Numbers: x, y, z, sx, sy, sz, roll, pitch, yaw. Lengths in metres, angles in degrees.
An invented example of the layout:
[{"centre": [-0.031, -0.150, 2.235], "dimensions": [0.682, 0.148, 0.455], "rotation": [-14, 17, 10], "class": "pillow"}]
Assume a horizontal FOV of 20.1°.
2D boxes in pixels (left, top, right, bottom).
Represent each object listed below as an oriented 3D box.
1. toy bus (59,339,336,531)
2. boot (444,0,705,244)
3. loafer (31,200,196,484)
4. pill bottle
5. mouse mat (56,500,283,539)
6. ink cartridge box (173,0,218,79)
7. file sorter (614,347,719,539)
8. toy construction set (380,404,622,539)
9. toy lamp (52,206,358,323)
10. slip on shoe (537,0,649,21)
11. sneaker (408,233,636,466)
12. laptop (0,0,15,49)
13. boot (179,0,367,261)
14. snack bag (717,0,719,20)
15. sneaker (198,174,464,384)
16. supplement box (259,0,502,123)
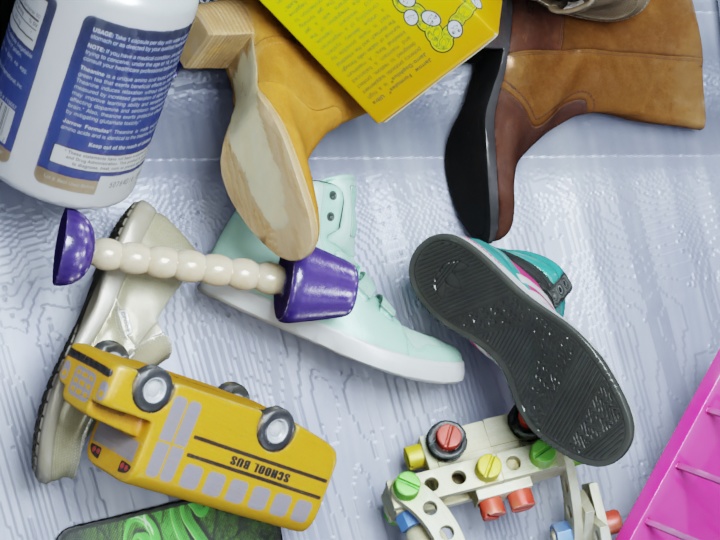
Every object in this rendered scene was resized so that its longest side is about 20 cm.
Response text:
[{"centre": [-0.109, 0.109, 1.333], "dimensions": [0.199, 0.065, 0.079], "rotation": [22, 90, -41], "class": "toy bus"}, {"centre": [0.160, -0.113, 1.487], "dimensions": [0.198, 0.068, 0.190], "rotation": [1, 80, -25], "class": "boot"}, {"centre": [-0.163, 0.053, 1.359], "dimensions": [0.068, 0.076, 0.201], "rotation": [23, 81, -9], "class": "loafer"}, {"centre": [-0.167, -0.150, 1.288], "dimensions": [0.110, 0.111, 0.201], "rotation": [15, 117, -16], "class": "pill bottle"}, {"centre": [-0.118, 0.260, 1.401], "dimensions": [0.160, 0.008, 0.202], "rotation": [-12, 90, -17], "class": "mouse mat"}, {"centre": [-0.116, -0.243, 1.406], "dimensions": [0.099, 0.039, 0.201], "rotation": [31, 80, -15], "class": "ink cartridge box"}, {"centre": [0.291, 0.180, 1.444], "dimensions": [0.139, 0.125, 0.201], "rotation": [41, 75, -41], "class": "file sorter"}, {"centre": [0.096, 0.169, 1.427], "dimensions": [0.198, 0.092, 0.132], "rotation": [-7, 65, -25], "class": "toy construction set"}, {"centre": [-0.099, -0.002, 1.328], "dimensions": [0.198, 0.058, 0.059], "rotation": [11, 85, -15], "class": "toy lamp"}, {"centre": [0.142, -0.200, 1.380], "dimensions": [0.076, 0.200, 0.061], "rotation": [-24, 65, 23], "class": "slip on shoe"}, {"centre": [0.127, 0.053, 1.422], "dimensions": [0.084, 0.121, 0.200], "rotation": [-47, 74, 17], "class": "sneaker"}, {"centre": [-0.236, -0.229, 1.347], "dimensions": [0.177, 0.104, 0.200], "rotation": [-39, 125, 10], "class": "laptop"}, {"centre": [-0.035, -0.103, 1.365], "dimensions": [0.143, 0.071, 0.202], "rotation": [-8, 65, -45], "class": "boot"}, {"centre": [0.362, -0.171, 1.561], "dimensions": [0.187, 0.021, 0.202], "rotation": [-6, 89, -17], "class": "snack bag"}, {"centre": [0.000, 0.000, 1.409], "dimensions": [0.199, 0.074, 0.119], "rotation": [24, 87, -13], "class": "sneaker"}, {"centre": [-0.008, -0.219, 1.348], "dimensions": [0.109, 0.109, 0.200], "rotation": [-35, 113, 27], "class": "supplement box"}]
